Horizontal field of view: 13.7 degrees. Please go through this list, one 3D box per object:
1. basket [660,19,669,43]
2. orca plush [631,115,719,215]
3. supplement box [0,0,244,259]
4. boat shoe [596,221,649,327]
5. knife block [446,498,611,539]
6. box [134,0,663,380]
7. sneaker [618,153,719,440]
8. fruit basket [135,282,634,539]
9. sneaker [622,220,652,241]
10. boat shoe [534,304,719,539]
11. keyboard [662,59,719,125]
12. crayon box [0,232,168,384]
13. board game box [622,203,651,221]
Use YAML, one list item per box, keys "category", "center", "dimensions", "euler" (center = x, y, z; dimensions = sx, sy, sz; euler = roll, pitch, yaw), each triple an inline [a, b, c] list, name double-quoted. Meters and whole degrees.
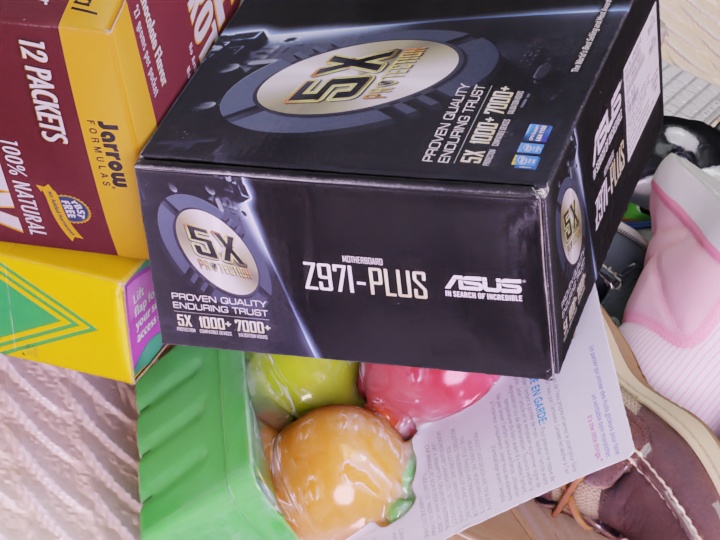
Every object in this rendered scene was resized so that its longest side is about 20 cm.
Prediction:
- category: "basket"
  center: [0.036, -0.117, 1.423]
  dimensions: [0.135, 0.124, 0.200]
  euler: [3, 33, -32]
- category: "orca plush"
  center: [0.212, -0.052, 1.509]
  dimensions: [0.200, 0.071, 0.105]
  euler: [13, -5, -16]
- category: "supplement box"
  center: [-0.154, -0.128, 1.225]
  dimensions: [0.199, 0.133, 0.198]
  euler: [7, 50, 14]
- category: "boat shoe"
  center: [0.124, 0.033, 1.385]
  dimensions: [0.200, 0.073, 0.062]
  euler: [31, 27, -27]
- category: "knife block"
  center: [0.101, 0.137, 1.258]
  dimensions: [0.175, 0.064, 0.200]
  euler: [26, 32, 2]
- category: "box"
  center: [0.022, -0.053, 1.203]
  dimensions: [0.163, 0.086, 0.200]
  euler: [5, 34, 18]
- category: "sneaker"
  center: [0.146, 0.016, 1.327]
  dimensions: [0.075, 0.105, 0.200]
  euler: [30, 11, -8]
- category: "fruit basket"
  center: [0.010, 0.061, 1.207]
  dimensions: [0.200, 0.094, 0.185]
  euler: [-21, 35, 9]
- category: "sneaker"
  center: [0.123, 0.009, 1.460]
  dimensions: [0.199, 0.071, 0.083]
  euler: [14, 38, -6]
- category: "boat shoe"
  center: [0.095, 0.078, 1.225]
  dimensions: [0.072, 0.072, 0.200]
  euler: [-16, 48, -20]
- category: "keyboard"
  center: [0.142, -0.073, 1.592]
  dimensions: [0.056, 0.011, 0.200]
  euler: [32, 32, 13]
- category: "crayon box"
  center: [-0.131, -0.042, 1.303]
  dimensions: [0.172, 0.058, 0.200]
  euler: [13, 37, 20]
- category: "board game box"
  center: [0.150, -0.042, 1.583]
  dimensions: [0.200, 0.030, 0.096]
  euler: [15, 33, -18]
